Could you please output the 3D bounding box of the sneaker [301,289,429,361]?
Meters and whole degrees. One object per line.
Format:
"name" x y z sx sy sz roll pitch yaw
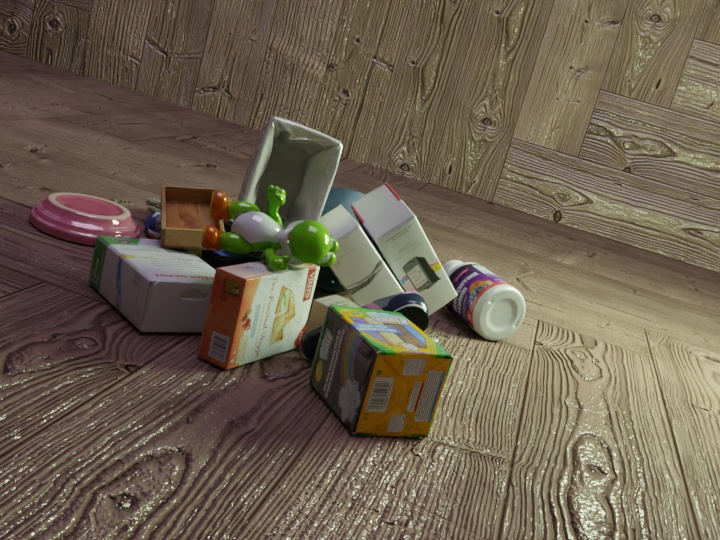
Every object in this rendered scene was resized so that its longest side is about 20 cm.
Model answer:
"sneaker" 0.008 0.084 1.409 0.199 0.070 0.082 -16 26 10

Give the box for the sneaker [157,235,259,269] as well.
"sneaker" -0.259 -0.011 1.616 0.199 0.066 0.078 18 -7 -14

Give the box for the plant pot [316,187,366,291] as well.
"plant pot" -0.042 -0.038 1.784 0.199 0.201 0.135 22 47 24

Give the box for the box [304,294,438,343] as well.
"box" 0.016 0.108 1.478 0.199 0.069 0.082 23 16 24

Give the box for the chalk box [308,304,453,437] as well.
"chalk box" 0.015 0.128 1.290 0.123 0.125 0.200 7 18 -28

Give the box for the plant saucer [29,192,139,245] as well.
"plant saucer" -0.507 -0.099 1.733 0.199 0.051 0.201 16 15 -4

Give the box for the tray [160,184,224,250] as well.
"tray" -0.283 -0.089 1.556 0.098 0.037 0.200 3 24 -13

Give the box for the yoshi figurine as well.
"yoshi figurine" -0.124 -0.055 1.347 0.199 0.113 0.112 13 28 -8

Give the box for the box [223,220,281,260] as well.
"box" -0.186 -0.056 1.654 0.199 0.037 0.144 24 8 34

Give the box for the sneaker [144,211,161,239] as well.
"sneaker" -0.351 -0.089 1.788 0.075 0.089 0.200 2 18 -37

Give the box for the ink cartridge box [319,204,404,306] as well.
"ink cartridge box" 0.000 0.000 1.623 0.200 0.083 0.147 56 -1 -24

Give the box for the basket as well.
"basket" -0.132 -0.148 1.600 0.135 0.201 0.123 19 1 -16

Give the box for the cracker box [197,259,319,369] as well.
"cracker box" -0.144 0.057 1.361 0.057 0.135 0.200 20 15 24

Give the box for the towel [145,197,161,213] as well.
"towel" -0.332 -0.102 1.920 0.199 0.037 0.148 24 9 23

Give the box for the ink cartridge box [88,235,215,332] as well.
"ink cartridge box" -0.306 0.020 1.428 0.144 0.084 0.200 3 18 -40

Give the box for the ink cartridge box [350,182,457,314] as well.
"ink cartridge box" 0.077 -0.035 1.663 0.200 0.085 0.148 57 -2 -36

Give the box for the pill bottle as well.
"pill bottle" 0.227 0.050 1.836 0.111 0.112 0.200 8 16 -27
